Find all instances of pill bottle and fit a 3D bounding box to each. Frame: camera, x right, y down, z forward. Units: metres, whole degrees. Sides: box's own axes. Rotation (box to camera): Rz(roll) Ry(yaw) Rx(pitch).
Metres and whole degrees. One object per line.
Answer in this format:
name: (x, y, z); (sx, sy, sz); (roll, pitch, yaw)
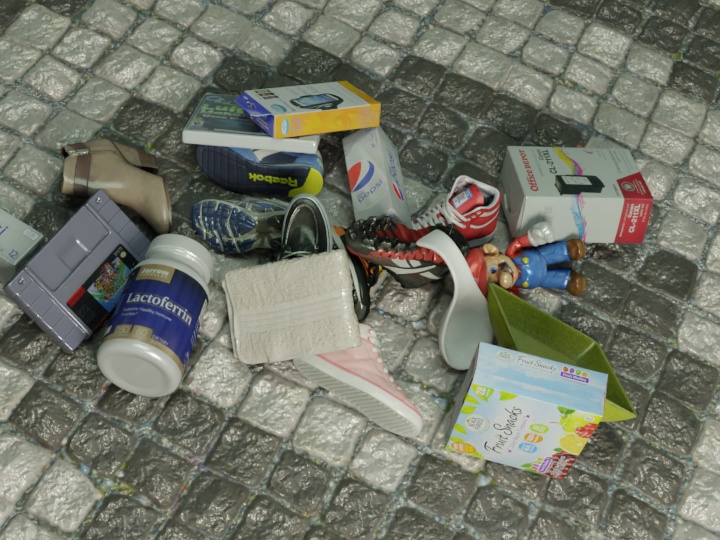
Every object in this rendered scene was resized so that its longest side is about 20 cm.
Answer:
pill bottle: (-0.268, 0.057, 1.667); (0.114, 0.116, 0.201); (14, 53, 2)

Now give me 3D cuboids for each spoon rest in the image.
spoon rest: (0.133, 0.045, 1.707); (0.099, 0.202, 0.060); (-32, 25, -27)

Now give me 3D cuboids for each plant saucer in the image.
plant saucer: (0.256, 0.120, 1.677); (0.198, 0.048, 0.201); (28, 20, -19)

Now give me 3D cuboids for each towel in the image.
towel: (-0.094, 0.050, 1.655); (0.198, 0.034, 0.134); (-12, 87, 29)

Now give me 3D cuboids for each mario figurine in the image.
mario figurine: (0.234, 0.008, 1.783); (0.198, 0.106, 0.125); (-7, 67, -20)

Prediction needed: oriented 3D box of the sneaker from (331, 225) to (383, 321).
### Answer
sneaker: (0.000, 0.000, 1.754); (0.089, 0.071, 0.201); (6, 31, -22)

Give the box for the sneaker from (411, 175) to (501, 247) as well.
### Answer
sneaker: (0.117, -0.071, 1.820); (0.198, 0.113, 0.072); (-19, 58, -21)

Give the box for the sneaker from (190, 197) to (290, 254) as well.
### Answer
sneaker: (-0.148, -0.068, 1.810); (0.198, 0.078, 0.085); (10, 23, 15)

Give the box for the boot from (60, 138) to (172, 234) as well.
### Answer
boot: (-0.357, -0.119, 1.799); (0.145, 0.071, 0.201); (1, 36, -23)

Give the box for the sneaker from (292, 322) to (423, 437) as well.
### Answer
sneaker: (0.016, 0.134, 1.678); (0.199, 0.076, 0.105); (30, 60, 18)

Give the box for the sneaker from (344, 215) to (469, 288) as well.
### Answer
sneaker: (0.055, -0.020, 1.738); (0.199, 0.098, 0.071); (5, 43, -35)

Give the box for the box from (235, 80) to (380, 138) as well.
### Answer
box: (-0.083, -0.240, 1.861); (0.198, 0.042, 0.119); (-12, 30, -25)

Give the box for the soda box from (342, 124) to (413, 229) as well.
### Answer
soda box: (0.024, -0.126, 1.843); (0.063, 0.068, 0.201); (-27, 44, 17)

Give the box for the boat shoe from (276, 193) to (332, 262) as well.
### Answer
boat shoe: (-0.079, -0.005, 1.706); (0.071, 0.071, 0.203); (1, 90, 11)

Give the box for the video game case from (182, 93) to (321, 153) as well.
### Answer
video game case: (-0.155, -0.224, 1.886); (0.197, 0.024, 0.182); (5, 26, 2)

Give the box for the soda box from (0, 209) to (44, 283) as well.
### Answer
soda box: (-0.531, -0.057, 1.729); (0.199, 0.069, 0.064); (30, 57, 14)

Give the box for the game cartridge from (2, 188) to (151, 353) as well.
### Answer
game cartridge: (-0.375, 0.000, 1.703); (0.130, 0.038, 0.201); (45, 57, -13)

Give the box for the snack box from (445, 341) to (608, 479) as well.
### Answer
snack box: (0.207, 0.182, 1.594); (0.167, 0.201, 0.068); (15, 57, 1)

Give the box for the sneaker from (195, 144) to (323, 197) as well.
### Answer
sneaker: (-0.149, -0.164, 1.877); (0.198, 0.074, 0.083); (13, 44, 0)

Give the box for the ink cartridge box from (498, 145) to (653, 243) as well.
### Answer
ink cartridge box: (0.320, -0.115, 1.881); (0.197, 0.084, 0.146); (1, 37, -8)
